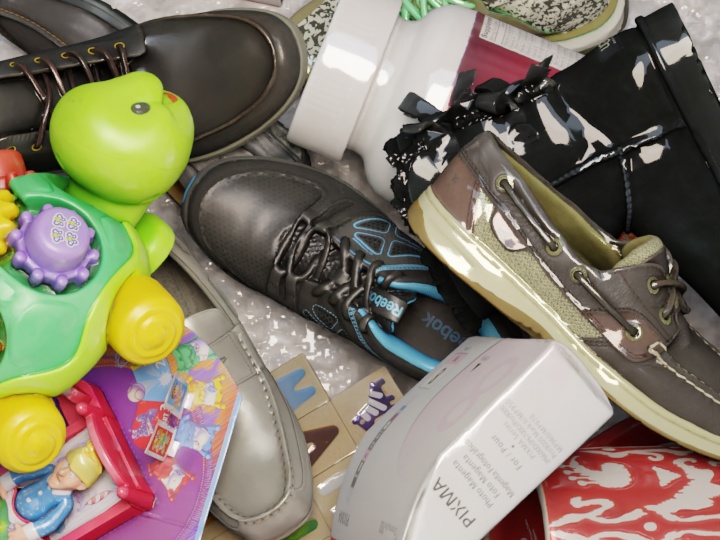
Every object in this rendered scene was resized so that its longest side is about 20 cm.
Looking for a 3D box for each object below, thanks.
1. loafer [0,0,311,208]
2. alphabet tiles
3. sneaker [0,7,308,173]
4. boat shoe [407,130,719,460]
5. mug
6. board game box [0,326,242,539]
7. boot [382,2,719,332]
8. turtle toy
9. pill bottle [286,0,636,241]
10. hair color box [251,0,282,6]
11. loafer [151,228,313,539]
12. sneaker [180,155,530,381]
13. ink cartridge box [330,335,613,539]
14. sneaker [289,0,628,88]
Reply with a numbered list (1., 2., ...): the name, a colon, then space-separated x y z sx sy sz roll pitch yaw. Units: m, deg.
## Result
1. loafer: -0.126 -0.087 1.329 0.200 0.073 0.072 33 77 14
2. alphabet tiles: -0.049 0.138 1.239 0.200 0.006 0.167 -32 59 1
3. sneaker: -0.130 -0.084 1.246 0.200 0.106 0.075 -14 89 19
4. boat shoe: 0.116 0.012 1.137 0.201 0.072 0.066 36 111 2
5. mug: 0.161 0.139 1.193 0.200 0.178 0.134 2 97 -15
6. board game box: -0.152 0.103 1.200 0.158 0.039 0.200 13 79 20
7. boot: 0.115 -0.019 1.199 0.162 0.073 0.199 -26 100 10
8. turtle toy: -0.155 -0.009 1.179 0.200 0.101 0.146 -43 41 -6
9. pill bottle: 0.070 -0.072 1.282 0.200 0.110 0.110 22 70 -2
10. hair color box: -0.134 -0.212 1.362 0.200 0.102 0.061 13 69 5
11. loafer: -0.085 0.051 1.251 0.070 0.070 0.200 -33 57 0
12. sneaker: 0.000 0.000 1.263 0.200 0.082 0.073 27 93 1
13. ink cartridge box: 0.012 0.111 1.130 0.200 0.163 0.057 -38 97 -9
14. sneaker: 0.050 -0.151 1.341 0.200 0.089 0.077 -15 69 -5
